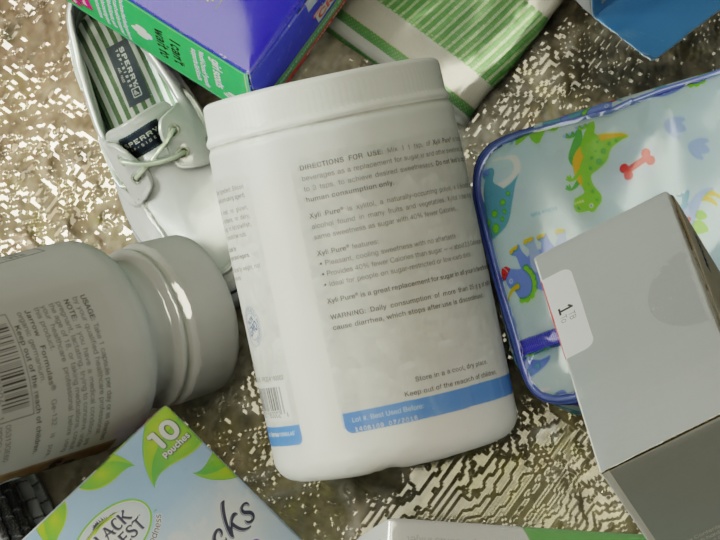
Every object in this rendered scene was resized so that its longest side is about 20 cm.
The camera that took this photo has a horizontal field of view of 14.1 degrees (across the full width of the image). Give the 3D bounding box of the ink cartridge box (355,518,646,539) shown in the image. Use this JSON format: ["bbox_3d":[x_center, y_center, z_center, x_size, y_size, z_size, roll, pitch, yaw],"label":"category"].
[{"bbox_3d":[0.070,0.232,1.445,0.146,0.084,0.201,4,76,-11],"label":"ink cartridge box"}]

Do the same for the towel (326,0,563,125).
[{"bbox_3d":[0.063,-0.197,1.620,0.152,0.023,0.200,37,87,21],"label":"towel"}]

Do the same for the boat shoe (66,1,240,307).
[{"bbox_3d":[-0.117,-0.068,1.617,0.073,0.067,0.200,-34,69,7],"label":"boat shoe"}]

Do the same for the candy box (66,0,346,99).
[{"bbox_3d":[-0.090,-0.208,1.592,0.200,0.077,0.169,33,78,14],"label":"candy box"}]

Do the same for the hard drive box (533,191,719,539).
[{"bbox_3d":[0.172,0.088,1.389,0.077,0.200,0.156,-26,38,11],"label":"hard drive box"}]

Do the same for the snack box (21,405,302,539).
[{"bbox_3d":[-0.082,0.191,1.498,0.200,0.053,0.142,44,70,6],"label":"snack box"}]

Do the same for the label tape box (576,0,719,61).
[{"bbox_3d":[0.135,-0.225,1.537,0.143,0.066,0.200,-37,73,-28],"label":"label tape box"}]

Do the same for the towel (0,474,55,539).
[{"bbox_3d":[-0.247,0.167,1.588,0.165,0.086,0.200,-33,69,8],"label":"towel"}]

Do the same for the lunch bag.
[{"bbox_3d":[0.167,-0.013,1.509,0.199,0.082,0.161,-15,75,14],"label":"lunch bag"}]

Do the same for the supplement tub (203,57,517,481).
[{"bbox_3d":[0.000,0.000,1.504,0.131,0.132,0.201,-11,91,14],"label":"supplement tub"}]

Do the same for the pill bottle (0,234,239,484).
[{"bbox_3d":[-0.170,0.047,1.533,0.200,0.114,0.115,-16,64,-34],"label":"pill bottle"}]
